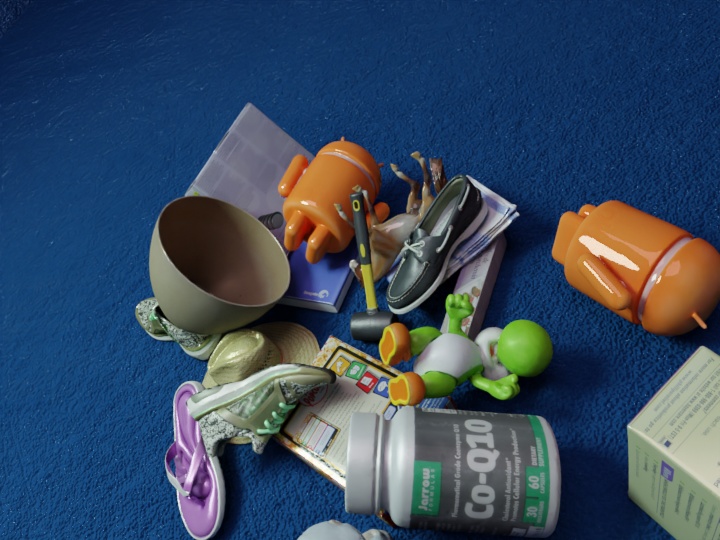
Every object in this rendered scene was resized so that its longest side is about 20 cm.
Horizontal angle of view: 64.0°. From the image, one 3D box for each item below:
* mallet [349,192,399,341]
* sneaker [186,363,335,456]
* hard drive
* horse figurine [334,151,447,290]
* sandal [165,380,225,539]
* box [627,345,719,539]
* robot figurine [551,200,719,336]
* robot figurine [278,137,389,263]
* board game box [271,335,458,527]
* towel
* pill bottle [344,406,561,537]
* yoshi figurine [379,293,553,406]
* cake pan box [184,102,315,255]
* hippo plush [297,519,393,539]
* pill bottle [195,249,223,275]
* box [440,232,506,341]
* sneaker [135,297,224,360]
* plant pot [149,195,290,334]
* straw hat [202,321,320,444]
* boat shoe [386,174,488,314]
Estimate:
[{"bbox_3d":[0.000,0.000,0.776,0.065,0.204,0.041,-11,9,23],"label":"mallet"},{"bbox_3d":[-0.114,0.172,0.701,0.197,0.077,0.090,-21,73,15],"label":"sneaker"},{"bbox_3d":[-0.056,-0.032,0.921,0.130,0.026,0.202,6,57,30],"label":"hard drive"},{"bbox_3d":[0.054,-0.077,0.804,0.198,0.134,0.050,-34,18,-7],"label":"horse figurine"},{"bbox_3d":[-0.225,0.242,0.741,0.082,0.049,0.205,-36,55,25],"label":"sandal"},{"bbox_3d":[0.324,0.190,0.452,0.096,0.177,0.200,-40,47,-9],"label":"box"},{"bbox_3d":[0.315,-0.003,0.655,0.199,0.143,0.118,38,97,41],"label":"robot figurine"},{"bbox_3d":[-0.040,-0.109,0.871,0.142,0.117,0.202,10,59,37],"label":"robot figurine"},{"bbox_3d":[-0.002,0.185,0.705,0.198,0.047,0.152,22,66,37],"label":"board game box"},{"bbox_3d":[0.113,-0.047,0.817,0.199,0.024,0.147,-41,34,4],"label":"towel"},{"bbox_3d":[0.086,0.196,0.570,0.195,0.114,0.115,2,52,3],"label":"pill bottle"},{"bbox_3d":[0.128,0.090,0.632,0.196,0.115,0.112,-3,18,-21],"label":"yoshi figurine"},{"bbox_3d":[-0.159,-0.148,0.946,0.052,0.183,0.203,-22,37,54],"label":"cake pan box"},{"bbox_3d":[-0.009,0.323,0.517,0.159,0.162,0.199,-42,47,-12],"label":"hippo plush"},{"bbox_3d":[-0.224,-0.081,0.983,0.112,0.114,0.202,7,57,30],"label":"pill bottle"},{"bbox_3d":[0.149,0.030,0.762,0.038,0.042,0.203,6,58,30],"label":"box"},{"bbox_3d":[-0.302,0.070,0.916,0.197,0.089,0.078,15,61,34],"label":"sneaker"},{"bbox_3d":[-0.218,0.013,0.825,0.135,0.198,0.203,-48,38,31],"label":"plant pot"},{"bbox_3d":[-0.160,0.129,0.801,0.197,0.086,0.204,-13,49,16],"label":"straw hat"},{"bbox_3d":[0.089,-0.037,0.755,0.075,0.060,0.202,14,64,51],"label":"boat shoe"}]
